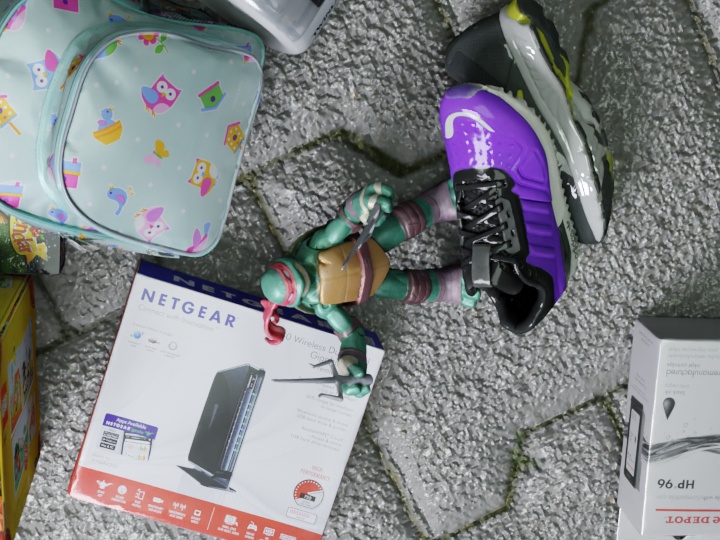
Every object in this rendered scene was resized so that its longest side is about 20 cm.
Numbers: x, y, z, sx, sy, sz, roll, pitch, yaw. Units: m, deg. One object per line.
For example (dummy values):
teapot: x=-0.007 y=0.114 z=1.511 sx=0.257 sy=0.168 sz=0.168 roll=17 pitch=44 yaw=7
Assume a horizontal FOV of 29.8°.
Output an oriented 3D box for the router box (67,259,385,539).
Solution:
router box: x=-0.103 y=0.109 z=1.034 sx=0.197 sy=0.049 sz=0.182 roll=17 pitch=100 yaw=-10

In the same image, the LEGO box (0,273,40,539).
LEGO box: x=-0.272 y=0.095 z=0.934 sx=0.076 sy=0.200 sz=0.151 roll=-1 pitch=103 yaw=-7

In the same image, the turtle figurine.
turtle figurine: x=0.000 y=0.000 z=0.969 sx=0.198 sy=0.100 sz=0.152 roll=-18 pitch=123 yaw=-39

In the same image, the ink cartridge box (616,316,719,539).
ink cartridge box: x=0.272 y=0.144 z=1.076 sx=0.114 sy=0.068 sz=0.203 roll=1 pitch=103 yaw=-6

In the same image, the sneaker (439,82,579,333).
sneaker: x=0.100 y=-0.035 z=0.964 sx=0.100 sy=0.069 sz=0.201 roll=-58 pitch=135 yaw=-35

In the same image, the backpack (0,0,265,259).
backpack: x=-0.172 y=-0.103 z=0.901 sx=0.198 sy=0.153 sz=0.178 roll=13 pitch=100 yaw=-27

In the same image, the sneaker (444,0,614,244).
sneaker: x=0.129 y=-0.105 z=1.011 sx=0.084 sy=0.075 sz=0.202 roll=-15 pitch=114 yaw=26

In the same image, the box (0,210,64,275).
box: x=-0.282 y=-0.100 z=0.972 sx=0.134 sy=0.038 sz=0.203 roll=1 pitch=103 yaw=-7

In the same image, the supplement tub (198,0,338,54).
supplement tub: x=-0.037 y=-0.260 z=0.913 sx=0.122 sy=0.122 sz=0.201 roll=33 pitch=88 yaw=-13
